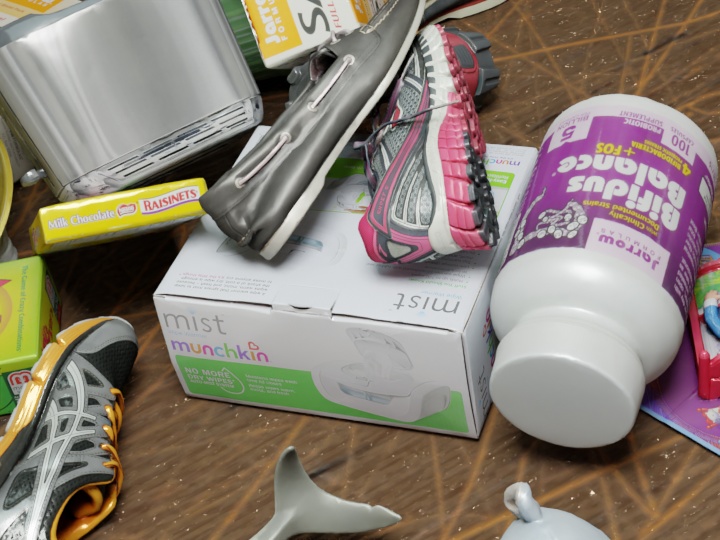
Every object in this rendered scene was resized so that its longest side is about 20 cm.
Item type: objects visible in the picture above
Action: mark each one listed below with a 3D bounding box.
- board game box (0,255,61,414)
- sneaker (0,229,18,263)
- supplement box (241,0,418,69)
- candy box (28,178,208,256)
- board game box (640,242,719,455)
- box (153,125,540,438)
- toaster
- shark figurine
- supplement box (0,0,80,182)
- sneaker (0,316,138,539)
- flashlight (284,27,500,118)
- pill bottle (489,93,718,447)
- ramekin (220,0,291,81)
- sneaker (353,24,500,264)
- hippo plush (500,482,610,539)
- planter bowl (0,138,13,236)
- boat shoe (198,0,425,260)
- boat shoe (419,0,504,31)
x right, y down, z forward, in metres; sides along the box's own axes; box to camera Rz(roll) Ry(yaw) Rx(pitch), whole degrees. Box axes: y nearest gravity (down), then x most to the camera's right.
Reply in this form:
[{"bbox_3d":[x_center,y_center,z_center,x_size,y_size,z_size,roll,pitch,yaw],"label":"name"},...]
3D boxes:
[{"bbox_3d":[-0.303,0.057,0.996,0.200,0.048,0.102,-12,41,1],"label":"board game box"},{"bbox_3d":[-0.350,-0.022,1.066,0.200,0.089,0.075,-10,42,3],"label":"sneaker"},{"bbox_3d":[-0.028,-0.213,1.066,0.073,0.126,0.200,-19,2,16],"label":"supplement box"},{"bbox_3d":[-0.163,-0.033,0.984,0.102,0.026,0.200,-14,2,-15],"label":"candy box"},{"bbox_3d":[0.232,0.034,0.900,0.158,0.039,0.200,-36,47,-26],"label":"board game box"},{"bbox_3d":[0.000,0.000,0.951,0.200,0.097,0.177,6,44,19],"label":"box"},{"bbox_3d":[-0.154,-0.129,1.028,0.200,0.129,0.114,-28,4,-18],"label":"toaster"},{"bbox_3d":[-0.077,0.193,0.788,0.089,0.128,0.214,43,42,16],"label":"shark figurine"},{"bbox_3d":[-0.291,-0.138,1.182,0.126,0.074,0.200,22,51,32],"label":"supplement box"},{"bbox_3d":[-0.173,0.111,0.894,0.077,0.078,0.200,16,50,10],"label":"sneaker"},{"bbox_3d":[0.023,-0.133,1.060,0.068,0.068,0.200,23,25,30],"label":"flashlight"},{"bbox_3d":[0.139,0.000,0.878,0.112,0.112,0.200,6,49,19],"label":"pill bottle"},{"bbox_3d":[-0.122,-0.232,1.174,0.098,0.200,0.200,-20,41,1],"label":"ramekin"},{"bbox_3d":[0.033,-0.081,0.907,0.075,0.081,0.200,-16,34,11],"label":"sneaker"},{"bbox_3d":[0.106,0.163,0.694,0.200,0.159,0.161,-31,45,-20],"label":"hippo plush"},{"bbox_3d":[-0.338,-0.066,0.993,0.200,0.084,0.201,0,62,0],"label":"planter bowl"},{"bbox_3d":[-0.026,-0.101,0.907,0.057,0.067,0.200,34,70,-11],"label":"boat shoe"},{"bbox_3d":[0.038,-0.227,1.224,0.200,0.063,0.071,-25,45,-14],"label":"boat shoe"}]
